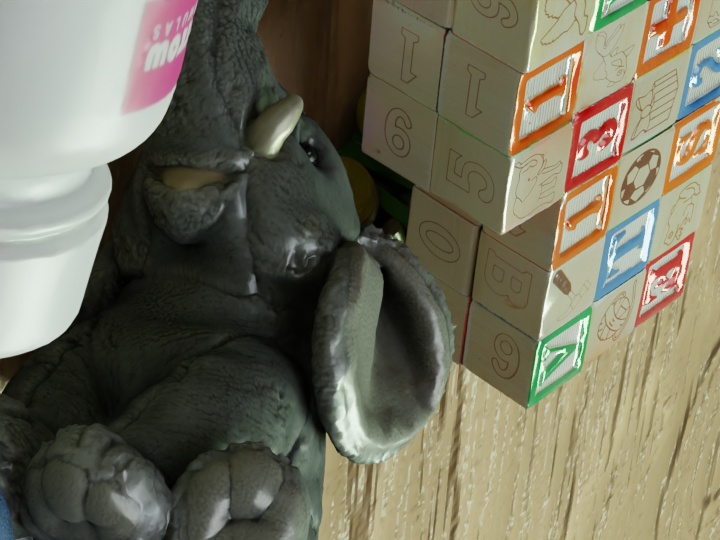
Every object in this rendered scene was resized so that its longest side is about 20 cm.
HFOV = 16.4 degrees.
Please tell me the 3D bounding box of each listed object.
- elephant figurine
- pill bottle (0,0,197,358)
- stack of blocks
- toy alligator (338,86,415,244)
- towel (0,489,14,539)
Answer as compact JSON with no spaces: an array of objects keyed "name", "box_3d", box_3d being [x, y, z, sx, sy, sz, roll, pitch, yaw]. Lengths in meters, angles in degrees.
[{"name":"elephant figurine","box_3d":[-0.037,0.014,0.725,0.201,0.141,0.155,-64,-172,-33]},{"name":"pill bottle","box_3d":[-0.085,-0.090,0.539,0.113,0.113,0.201,-19,131,-54]},{"name":"stack of blocks","box_3d":[0.060,-0.058,0.763,0.115,0.058,0.201,-32,142,-37]},{"name":"toy alligator","box_3d":[0.000,0.000,0.842,0.200,0.054,0.059,-53,152,-19]},{"name":"towel","box_3d":[-0.142,0.138,0.597,0.112,0.048,0.200,91,19,-47]}]
